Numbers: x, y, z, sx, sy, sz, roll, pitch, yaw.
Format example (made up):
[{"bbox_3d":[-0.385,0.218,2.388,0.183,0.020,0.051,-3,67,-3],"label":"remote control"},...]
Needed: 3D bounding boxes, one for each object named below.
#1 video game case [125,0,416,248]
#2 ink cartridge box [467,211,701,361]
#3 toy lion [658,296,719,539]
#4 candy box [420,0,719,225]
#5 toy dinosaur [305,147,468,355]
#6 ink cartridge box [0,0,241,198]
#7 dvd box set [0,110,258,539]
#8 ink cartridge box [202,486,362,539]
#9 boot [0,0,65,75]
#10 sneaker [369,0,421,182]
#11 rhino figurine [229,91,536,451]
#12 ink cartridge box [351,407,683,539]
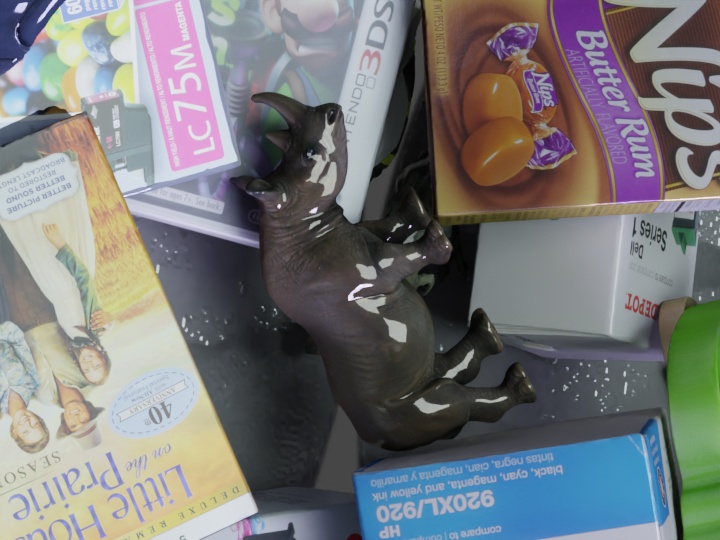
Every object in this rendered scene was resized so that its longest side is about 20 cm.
[{"bbox_3d":[-0.076,-0.112,1.397,0.199,0.023,0.183,15,89,-20],"label":"video game case"},{"bbox_3d":[0.126,-0.056,1.522,0.146,0.084,0.201,16,79,-67],"label":"ink cartridge box"},{"bbox_3d":[0.192,0.125,1.444,0.192,0.068,0.201,-47,122,-66],"label":"toy lion"},{"bbox_3d":[0.131,-0.087,1.418,0.199,0.056,0.117,-4,84,0],"label":"candy box"},{"bbox_3d":[0.037,-0.039,1.495,0.201,0.047,0.088,-66,163,1],"label":"toy dinosaur"},{"bbox_3d":[-0.163,-0.081,1.336,0.199,0.042,0.120,-16,100,-17],"label":"ink cartridge box"},{"bbox_3d":[-0.150,0.048,1.297,0.146,0.029,0.201,-23,92,-18],"label":"dvd box set"},{"bbox_3d":[-0.086,0.188,1.399,0.199,0.083,0.146,-5,92,-36],"label":"ink cartridge box"},{"bbox_3d":[-0.203,-0.098,1.257,0.090,0.200,0.073,37,25,-21],"label":"boot"},{"bbox_3d":[-0.007,-0.146,1.462,0.076,0.075,0.201,14,81,-36],"label":"sneaker"},{"bbox_3d":[0.000,0.000,1.391,0.087,0.060,0.200,-32,106,-2],"label":"rhino figurine"},{"bbox_3d":[0.090,0.180,1.402,0.147,0.144,0.201,-9,90,-81],"label":"ink cartridge box"}]
